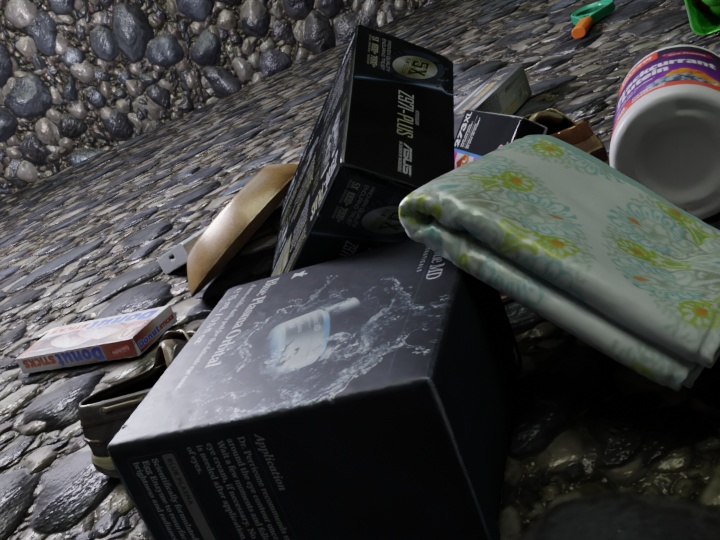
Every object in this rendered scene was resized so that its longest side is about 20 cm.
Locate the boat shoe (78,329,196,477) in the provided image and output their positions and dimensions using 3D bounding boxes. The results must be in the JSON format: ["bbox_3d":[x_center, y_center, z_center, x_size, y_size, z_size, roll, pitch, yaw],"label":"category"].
[{"bbox_3d":[-0.140,0.088,0.728,0.199,0.074,0.074,-33,22,-25],"label":"boat shoe"}]

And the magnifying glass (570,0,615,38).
[{"bbox_3d":[0.403,-0.446,1.562,0.078,0.023,0.200,-12,24,29],"label":"magnifying glass"}]

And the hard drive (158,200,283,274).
[{"bbox_3d":[-0.167,-0.064,1.173,0.199,0.027,0.131,-34,6,-27],"label":"hard drive"}]

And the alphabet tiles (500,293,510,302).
[{"bbox_3d":[0.132,-0.020,0.802,0.164,0.006,0.200,-23,20,3],"label":"alphabet tiles"}]

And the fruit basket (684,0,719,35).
[{"bbox_3d":[0.516,-0.388,1.132,0.212,0.158,0.216,-17,3,1],"label":"fruit basket"}]

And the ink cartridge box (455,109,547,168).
[{"bbox_3d":[0.125,-0.116,0.921,0.037,0.096,0.200,19,8,-15],"label":"ink cartridge box"}]

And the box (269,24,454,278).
[{"bbox_3d":[-0.003,-0.055,0.693,0.201,0.085,0.166,119,163,-44],"label":"box"}]

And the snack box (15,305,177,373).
[{"bbox_3d":[-0.302,0.080,1.003,0.197,0.025,0.072,-11,22,32],"label":"snack box"}]

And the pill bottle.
[{"bbox_3d":[0.277,-0.131,0.767,0.110,0.113,0.200,-13,22,24],"label":"pill bottle"}]

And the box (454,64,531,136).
[{"bbox_3d":[0.133,-0.218,1.241,0.156,0.049,0.200,-7,26,37],"label":"box"}]

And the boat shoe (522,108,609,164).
[{"bbox_3d":[0.196,-0.130,0.903,0.075,0.075,0.200,-25,16,-7],"label":"boat shoe"}]

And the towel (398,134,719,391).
[{"bbox_3d":[0.145,-0.018,0.544,0.198,0.049,0.170,31,31,23],"label":"towel"}]

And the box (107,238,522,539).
[{"bbox_3d":[-0.013,0.080,0.548,0.197,0.119,0.197,-14,21,20],"label":"box"}]

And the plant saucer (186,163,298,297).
[{"bbox_3d":[-0.140,-0.056,1.016,0.201,0.035,0.200,-48,4,5],"label":"plant saucer"}]
